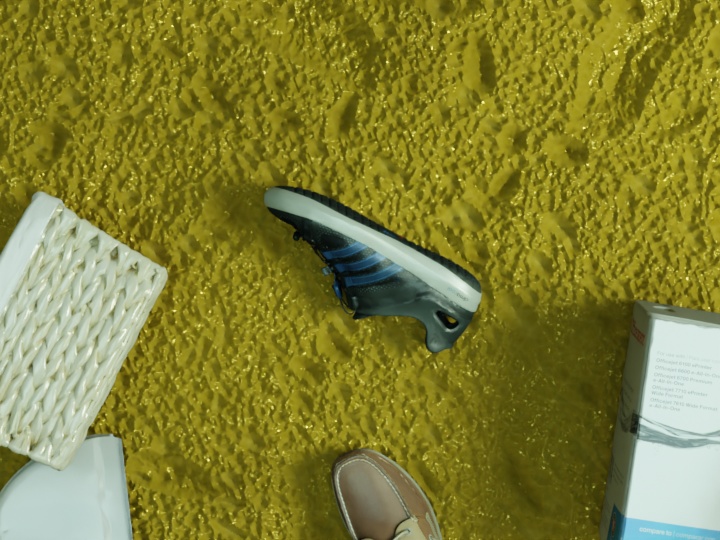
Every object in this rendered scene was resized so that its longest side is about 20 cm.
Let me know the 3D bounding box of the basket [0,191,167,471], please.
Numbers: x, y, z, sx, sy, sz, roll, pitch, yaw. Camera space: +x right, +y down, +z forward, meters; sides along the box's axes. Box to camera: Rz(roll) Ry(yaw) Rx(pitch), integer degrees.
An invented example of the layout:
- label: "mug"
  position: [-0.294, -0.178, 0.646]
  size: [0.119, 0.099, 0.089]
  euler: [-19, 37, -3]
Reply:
- label: "basket"
  position: [-0.251, 0.055, 1.416]
  size: [0.123, 0.136, 0.201]
  euler: [28, 84, -4]

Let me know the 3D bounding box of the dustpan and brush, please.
- label: "dustpan and brush"
  position: [-0.291, 0.220, 1.488]
  size: [0.199, 0.057, 0.140]
  euler: [-8, 81, -1]

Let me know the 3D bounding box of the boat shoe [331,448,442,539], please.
- label: "boat shoe"
  position: [0.038, 0.239, 1.445]
  size: [0.076, 0.072, 0.201]
  euler: [-31, 91, 6]

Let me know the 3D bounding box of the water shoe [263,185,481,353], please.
- label: "water shoe"
  position: [0.000, 0.000, 1.435]
  size: [0.199, 0.072, 0.079]
  euler: [28, 97, 3]

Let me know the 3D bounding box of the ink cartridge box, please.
- label: "ink cartridge box"
  position: [0.248, 0.132, 1.385]
  size: [0.083, 0.145, 0.201]
  euler: [8, 94, 3]
